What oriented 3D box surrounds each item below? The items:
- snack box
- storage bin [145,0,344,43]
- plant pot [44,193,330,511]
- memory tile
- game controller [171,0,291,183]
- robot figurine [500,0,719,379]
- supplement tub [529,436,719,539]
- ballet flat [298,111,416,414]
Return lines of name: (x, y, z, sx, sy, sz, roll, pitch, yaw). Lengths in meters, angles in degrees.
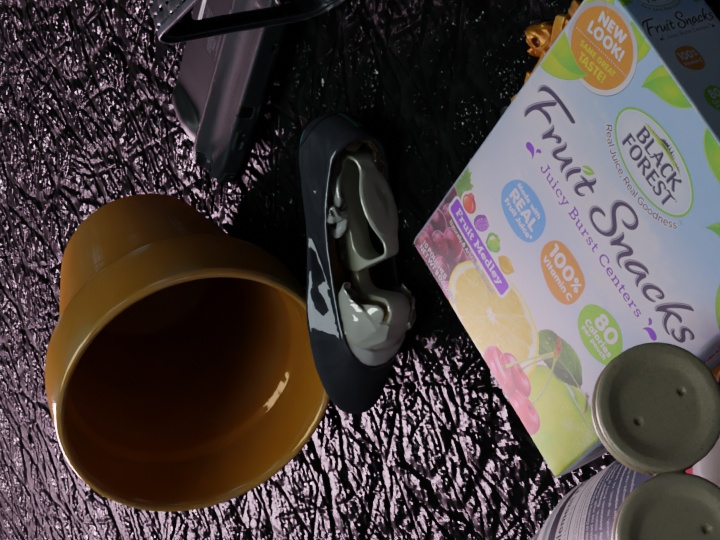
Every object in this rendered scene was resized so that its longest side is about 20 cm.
snack box: (0.112, -0.015, 0.604, 0.143, 0.053, 0.200, 59, 145, 17)
storage bin: (-0.040, -0.215, 0.764, 0.199, 0.134, 0.095, -23, 85, 56)
plant pot: (-0.141, 0.040, 0.992, 0.184, 0.198, 0.202, -125, 35, -51)
memory tile: (0.191, 0.094, 0.506, 0.017, 0.198, 0.155, 96, 167, -73)
game controller: (-0.092, -0.160, 0.961, 0.201, 0.042, 0.105, 114, 143, -44)
robot figurine: (0.146, -0.048, 0.640, 0.201, 0.058, 0.145, 55, 142, 24)
supplement tub: (0.165, 0.140, 0.619, 0.141, 0.139, 0.200, 61, 144, 17)
ballet flat: (0.000, 0.000, 0.863, 0.073, 0.073, 0.202, 10, 110, 53)
